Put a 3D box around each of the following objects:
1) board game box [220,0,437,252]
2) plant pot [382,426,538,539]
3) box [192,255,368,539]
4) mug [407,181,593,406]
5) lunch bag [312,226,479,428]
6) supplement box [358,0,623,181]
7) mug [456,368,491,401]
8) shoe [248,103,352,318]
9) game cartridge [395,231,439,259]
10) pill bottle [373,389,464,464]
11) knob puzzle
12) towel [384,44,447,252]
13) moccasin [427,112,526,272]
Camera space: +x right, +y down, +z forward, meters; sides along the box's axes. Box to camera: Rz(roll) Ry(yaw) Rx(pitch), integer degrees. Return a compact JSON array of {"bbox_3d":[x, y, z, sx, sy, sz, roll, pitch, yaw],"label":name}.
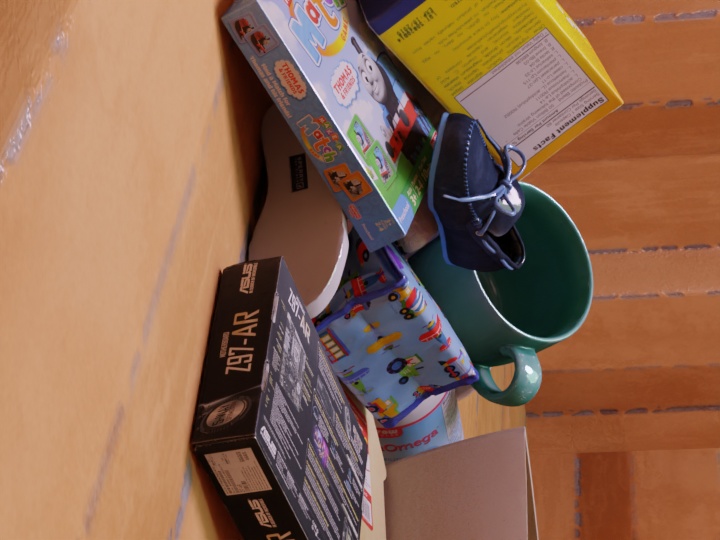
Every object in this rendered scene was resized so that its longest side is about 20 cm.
[{"bbox_3d":[-0.015,-0.133,1.371,0.200,0.037,0.151,56,27,-18],"label":"board game box"},{"bbox_3d":[0.056,0.267,1.548,0.200,0.177,0.200,79,11,-45],"label":"plant pot"},{"bbox_3d":[-0.048,0.116,1.256,0.160,0.044,0.200,-85,159,-45],"label":"box"},{"bbox_3d":[0.109,0.020,1.681,0.152,0.114,0.185,45,49,-15],"label":"mug"},{"bbox_3d":[0.000,0.000,1.523,0.151,0.094,0.200,52,13,-46],"label":"lunch bag"},{"bbox_3d":[0.096,-0.185,1.464,0.200,0.109,0.110,44,18,-34],"label":"supplement box"},{"bbox_3d":[0.051,0.036,1.866,0.200,0.133,0.178,-89,-158,-52],"label":"mug"},{"bbox_3d":[-0.036,-0.028,1.390,0.091,0.071,0.200,67,16,-51],"label":"shoe"},{"bbox_3d":[0.057,-0.073,1.683,0.040,0.200,0.133,40,30,-24],"label":"game cartridge"},{"bbox_3d":[0.030,0.111,1.662,0.200,0.109,0.109,75,15,-52],"label":"pill bottle"},{"bbox_3d":[-0.032,0.113,1.469,0.220,0.030,0.220,-18,90,-73],"label":"knob puzzle"},{"bbox_3d":[0.046,-0.119,1.523,0.133,0.034,0.200,58,39,-19],"label":"towel"},{"bbox_3d":[0.096,-0.061,1.444,0.200,0.068,0.080,65,40,-66],"label":"moccasin"}]
